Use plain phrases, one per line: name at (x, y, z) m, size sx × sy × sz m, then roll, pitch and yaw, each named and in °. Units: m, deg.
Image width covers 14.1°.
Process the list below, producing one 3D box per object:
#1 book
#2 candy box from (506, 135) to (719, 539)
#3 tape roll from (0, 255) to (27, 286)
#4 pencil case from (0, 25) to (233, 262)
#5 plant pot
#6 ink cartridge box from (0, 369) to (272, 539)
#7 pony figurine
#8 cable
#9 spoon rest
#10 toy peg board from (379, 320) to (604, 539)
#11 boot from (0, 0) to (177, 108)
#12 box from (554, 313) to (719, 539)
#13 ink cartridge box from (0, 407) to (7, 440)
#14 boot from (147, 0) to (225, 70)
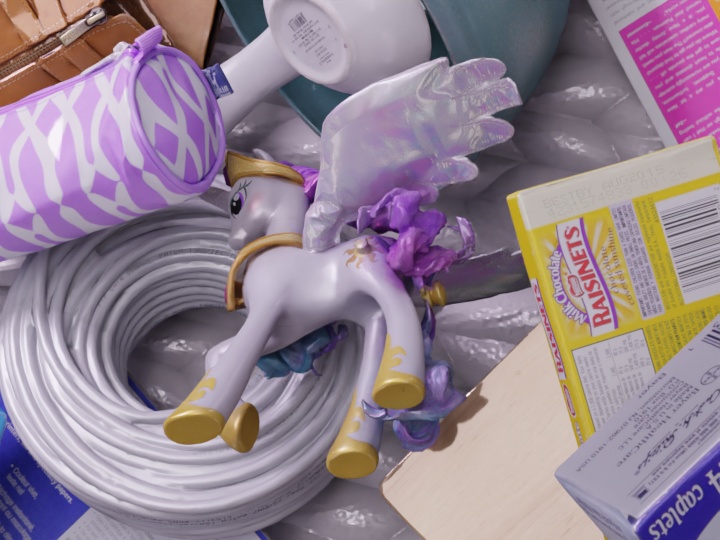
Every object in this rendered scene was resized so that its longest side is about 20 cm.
book at (0.200, -0.119, 1.484) m, size 0.133 × 0.048 × 0.200 m, roll -29°, pitch 68°, yaw 12°
candy box at (0.143, 0.047, 1.348) m, size 0.102 × 0.026 × 0.201 m, roll -16°, pitch 91°, yaw -11°
tape roll at (-0.192, -0.092, 1.608) m, size 0.202 × 0.037 × 0.203 m, roll -5°, pitch 75°, yaw 18°
pencil case at (-0.163, -0.053, 1.451) m, size 0.200 × 0.084 × 0.086 m, roll -19°, pitch 113°, yaw 26°
plant pot at (0.032, -0.159, 1.485) m, size 0.134 × 0.200 × 0.200 m, roll -38°, pitch 65°, yaw -24°
ink cartridge box at (-0.163, 0.154, 1.535) m, size 0.200 × 0.047 × 0.198 m, roll -43°, pitch 67°, yaw 1°
pony figurine at (0.000, 0.000, 1.394) m, size 0.192 × 0.167 × 0.200 m, roll -10°, pitch 45°, yaw 13°
cable at (-0.087, 0.042, 1.494) m, size 0.199 × 0.069 × 0.200 m, roll 15°, pitch 63°, yaw 9°
spoon rest at (-0.031, -0.114, 1.444) m, size 0.061 × 0.200 × 0.099 m, roll -42°, pitch 98°, yaw -36°
toy peg board at (0.151, 0.107, 1.429) m, size 0.200 × 0.098 × 0.199 m, roll -45°, pitch 83°, yaw 3°
boot at (-0.206, -0.141, 1.507) m, size 0.155 × 0.200 × 0.074 m, roll -34°, pitch 25°, yaw 18°
box at (0.224, 0.109, 1.294) m, size 0.184 × 0.105 × 0.200 m, roll -43°, pitch 109°, yaw -5°
ink cartridge box at (-0.292, 0.097, 1.474) m, size 0.199 × 0.067 × 0.117 m, roll 17°, pitch 90°, yaw -12°
boot at (-0.170, -0.145, 1.577) m, size 0.200 × 0.068 × 0.189 m, roll 20°, pitch 81°, yaw 11°
